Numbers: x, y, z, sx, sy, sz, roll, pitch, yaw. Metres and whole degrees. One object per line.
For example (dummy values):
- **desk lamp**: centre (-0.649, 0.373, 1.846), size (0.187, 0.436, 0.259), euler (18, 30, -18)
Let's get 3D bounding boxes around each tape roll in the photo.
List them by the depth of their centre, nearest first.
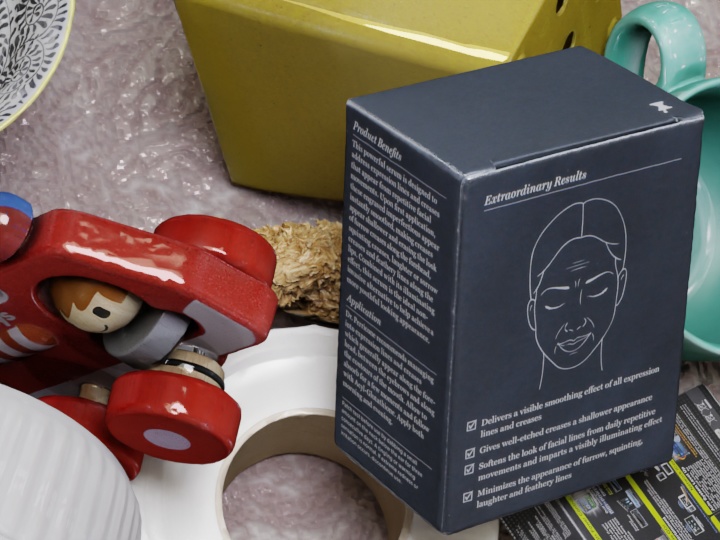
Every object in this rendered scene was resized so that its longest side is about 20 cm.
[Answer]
- **tape roll**: centre (-0.028, 0.133, 1.460), size (0.202, 0.071, 0.203), euler (3, 67, -7)

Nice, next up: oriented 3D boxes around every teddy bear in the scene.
- **teddy bear**: centre (0.000, 0.000, 1.489), size (0.199, 0.145, 0.067), euler (12, 88, 2)

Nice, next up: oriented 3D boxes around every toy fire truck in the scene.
- **toy fire truck**: centre (-0.145, 0.020, 1.359), size (0.168, 0.200, 0.112), euler (28, 62, -31)

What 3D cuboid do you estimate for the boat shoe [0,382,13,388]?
- **boat shoe**: centre (-0.231, 0.061, 1.463), size (0.200, 0.057, 0.069), euler (-31, 76, -20)

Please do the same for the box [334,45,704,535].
- **box**: centre (0.077, 0.008, 1.373), size (0.148, 0.201, 0.107), euler (-14, 31, -30)

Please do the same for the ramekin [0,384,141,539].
- **ramekin**: centre (-0.203, 0.135, 1.365), size (0.200, 0.200, 0.105), euler (19, 58, -1)

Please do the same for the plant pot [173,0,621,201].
- **plant pot**: centre (0.036, -0.148, 1.493), size (0.176, 0.200, 0.200), euler (20, 64, 19)

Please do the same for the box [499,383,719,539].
- **box**: centre (0.184, 0.171, 1.458), size (0.160, 0.044, 0.200), euler (-22, 71, -45)

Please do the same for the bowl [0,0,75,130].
- **bowl**: centre (-0.256, -0.137, 1.440), size (0.200, 0.094, 0.202), euler (4, 74, -14)

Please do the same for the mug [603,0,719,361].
- **mug**: centre (0.184, -0.041, 1.525), size (0.152, 0.114, 0.186), euler (18, 79, -26)
